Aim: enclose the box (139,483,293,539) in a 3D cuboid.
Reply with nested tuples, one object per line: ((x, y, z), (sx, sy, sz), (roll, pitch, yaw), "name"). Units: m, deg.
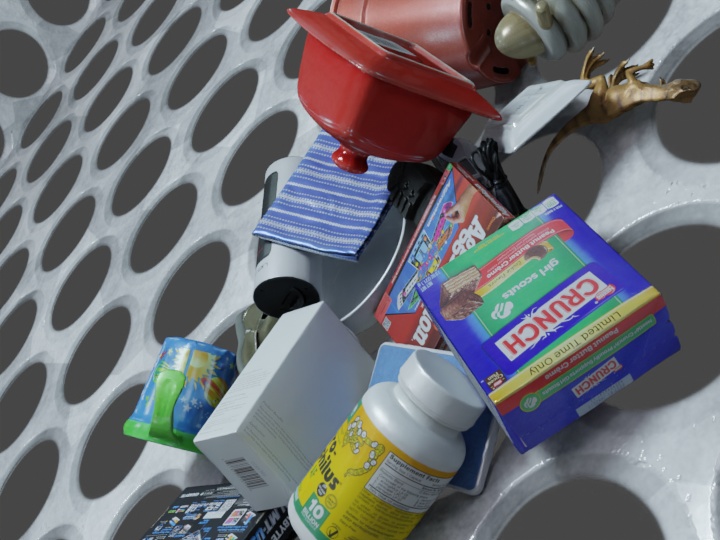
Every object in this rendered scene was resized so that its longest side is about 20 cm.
((-0.180, 0.313, 1.142), (0.199, 0.050, 0.199), (-16, 24, 42), "box")

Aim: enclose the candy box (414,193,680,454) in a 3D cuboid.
((0.162, 0.041, 0.954), (0.169, 0.077, 0.200), (-33, 36, 1), "candy box")

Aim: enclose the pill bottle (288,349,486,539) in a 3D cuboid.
((0.028, 0.177, 0.984), (0.200, 0.112, 0.113), (-55, 31, 15), "pill bottle")

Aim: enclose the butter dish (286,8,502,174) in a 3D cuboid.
((0.014, -0.174, 1.132), (0.200, 0.199, 0.148), (48, 119, 46), "butter dish")

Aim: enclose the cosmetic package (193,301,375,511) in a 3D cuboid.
((-0.074, 0.142, 1.126), (0.081, 0.113, 0.200), (-20, 25, 43), "cosmetic package")

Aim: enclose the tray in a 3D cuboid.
((0.179, -0.171, 1.129), (0.107, 0.022, 0.200), (-41, 8, 3), "tray")

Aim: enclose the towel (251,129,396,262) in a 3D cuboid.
((-0.021, -0.102, 1.228), (0.144, 0.024, 0.201), (14, 55, 26), "towel")

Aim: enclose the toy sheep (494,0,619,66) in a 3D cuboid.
((0.231, -0.315, 1.184), (0.200, 0.138, 0.138), (-40, 33, 1), "toy sheep")

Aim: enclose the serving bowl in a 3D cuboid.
((0.000, 0.000, 1.253), (0.200, 0.066, 0.201), (-33, 37, 30), "serving bowl")

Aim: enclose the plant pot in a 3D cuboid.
((0.098, -0.298, 1.302), (0.194, 0.201, 0.202), (3, 63, 44), "plant pot")

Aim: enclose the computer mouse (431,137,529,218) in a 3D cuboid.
((0.129, -0.114, 1.171), (0.044, 0.110, 0.200), (-38, 24, -3), "computer mouse")

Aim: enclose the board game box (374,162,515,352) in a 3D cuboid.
((0.083, 0.000, 1.094), (0.103, 0.019, 0.201), (50, 126, 40), "board game box")

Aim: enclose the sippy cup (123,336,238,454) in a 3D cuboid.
((-0.210, 0.155, 1.297), (0.178, 0.139, 0.131), (-5, 69, 61), "sippy cup")

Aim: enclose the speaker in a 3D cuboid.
((-0.082, -0.040, 1.262), (0.081, 0.081, 0.201), (-31, 40, 33), "speaker")

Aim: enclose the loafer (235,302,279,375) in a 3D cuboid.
((-0.111, 0.091, 1.306), (0.070, 0.075, 0.200), (-50, 32, 15), "loafer")

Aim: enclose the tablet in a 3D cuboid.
((0.068, 0.144, 1.058), (0.199, 0.014, 0.131), (4, 76, 53), "tablet")

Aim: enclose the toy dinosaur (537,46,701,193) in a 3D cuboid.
((0.250, -0.172, 1.090), (0.199, 0.060, 0.107), (-25, 44, 39), "toy dinosaur")

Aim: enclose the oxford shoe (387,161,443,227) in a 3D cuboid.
((0.108, -0.044, 1.146), (0.073, 0.084, 0.201), (-50, 50, 36), "oxford shoe")

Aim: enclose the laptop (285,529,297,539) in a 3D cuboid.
((-0.155, 0.388, 1.150), (0.177, 0.104, 0.200), (-12, 25, 47), "laptop")
